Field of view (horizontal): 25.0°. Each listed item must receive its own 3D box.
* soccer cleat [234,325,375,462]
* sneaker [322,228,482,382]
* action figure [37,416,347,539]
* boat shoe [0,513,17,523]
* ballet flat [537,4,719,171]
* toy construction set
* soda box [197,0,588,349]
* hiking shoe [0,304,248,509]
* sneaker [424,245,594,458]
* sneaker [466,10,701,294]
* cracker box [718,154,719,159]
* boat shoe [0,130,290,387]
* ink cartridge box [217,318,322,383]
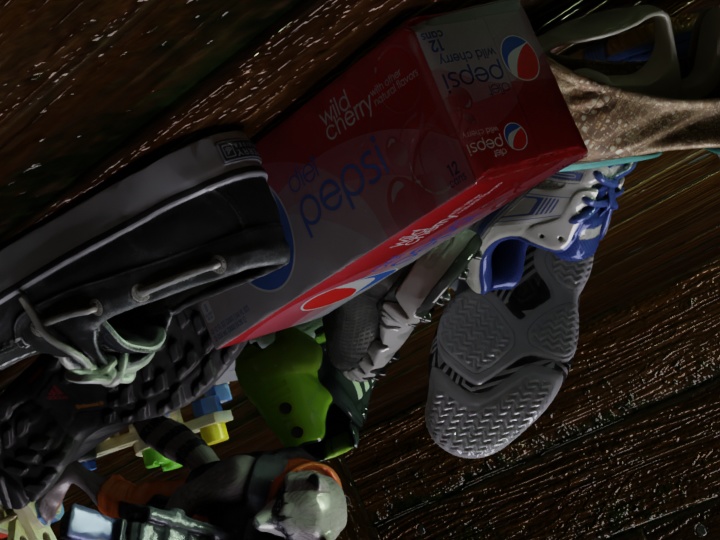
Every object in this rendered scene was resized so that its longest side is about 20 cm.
[{"bbox_3d":[-0.023,0.075,0.995,0.067,0.081,0.200,-26,171,14],"label":"soccer cleat"},{"bbox_3d":[0.000,0.000,0.857,0.066,0.090,0.200,-51,178,-20],"label":"sneaker"},{"bbox_3d":[-0.091,0.122,0.891,0.193,0.105,0.200,1,161,42],"label":"action figure"},{"bbox_3d":[-0.269,0.143,0.913,0.200,0.063,0.073,-16,170,-29],"label":"boat shoe"},{"bbox_3d":[0.137,-0.080,0.694,0.200,0.065,0.071,-7,-154,-28],"label":"ballet flat"},{"bbox_3d":[-0.189,0.120,1.097,0.200,0.092,0.131,-34,167,16],"label":"toy construction set"},{"bbox_3d":[-0.002,-0.033,0.671,0.063,0.070,0.200,-16,169,-38],"label":"soda box"},{"bbox_3d":[-0.130,0.044,0.875,0.200,0.076,0.101,-33,-167,20],"label":"hiking shoe"},{"bbox_3d":[0.084,0.022,0.930,0.075,0.200,0.115,21,161,0],"label":"sneaker"},{"bbox_3d":[0.113,-0.055,0.810,0.075,0.088,0.200,-15,167,-41],"label":"sneaker"},{"bbox_3d":[0.253,-0.052,0.825,0.058,0.200,0.134,-19,171,-24],"label":"cracker box"},{"bbox_3d":[-0.109,0.015,0.681,0.199,0.068,0.074,-27,171,27],"label":"boat shoe"},{"bbox_3d":[-0.032,0.018,1.035,0.200,0.041,0.200,-27,171,20],"label":"ink cartridge box"}]
